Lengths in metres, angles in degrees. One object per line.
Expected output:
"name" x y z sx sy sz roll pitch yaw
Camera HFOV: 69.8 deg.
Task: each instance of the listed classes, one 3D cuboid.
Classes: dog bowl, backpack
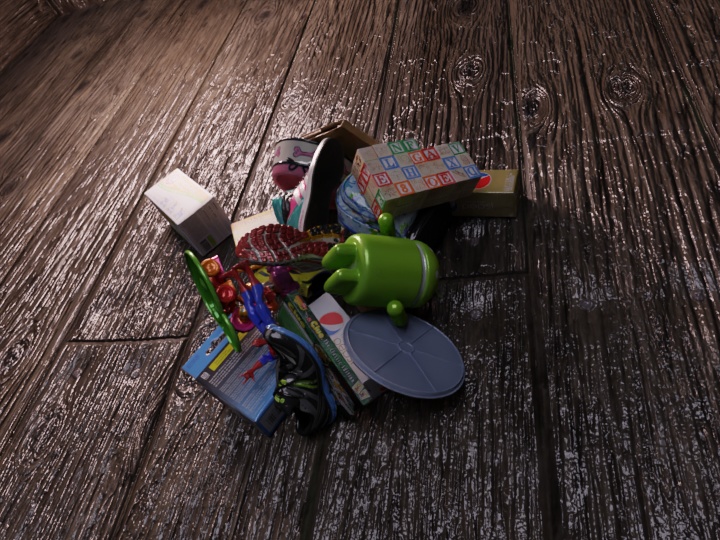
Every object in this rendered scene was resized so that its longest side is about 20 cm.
"dog bowl" -0.097 -0.197 1.095 0.200 0.200 0.074 13 77 30
"backpack" 0.047 -0.111 0.980 0.200 0.154 0.163 21 60 34

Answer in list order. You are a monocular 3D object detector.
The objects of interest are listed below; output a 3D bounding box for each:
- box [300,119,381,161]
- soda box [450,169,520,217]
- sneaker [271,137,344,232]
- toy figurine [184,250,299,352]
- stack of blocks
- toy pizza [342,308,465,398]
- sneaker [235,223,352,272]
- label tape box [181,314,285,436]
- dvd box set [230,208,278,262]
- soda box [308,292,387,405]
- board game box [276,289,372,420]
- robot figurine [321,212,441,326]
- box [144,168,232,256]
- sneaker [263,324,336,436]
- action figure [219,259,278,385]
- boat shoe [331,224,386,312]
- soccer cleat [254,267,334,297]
"box" -0.003 -0.230 1.043 0.163 0.200 0.021 -1 67 54
"soda box" 0.207 -0.150 1.011 0.200 0.068 0.064 5 54 25
"sneaker" -0.104 -0.153 0.980 0.121 0.084 0.200 9 81 43
"toy figurine" -0.183 0.017 0.923 0.184 0.150 0.200 -27 73 -23
"stack of blocks" 0.099 -0.172 0.918 0.200 0.059 0.115 -17 65 -22
"toy pizza" 0.066 0.130 0.803 0.200 0.032 0.200 15 29 -9
"sneaker" -0.111 -0.026 0.881 0.200 0.082 0.078 0 55 -20
"label tape box" -0.192 0.173 0.906 0.200 0.063 0.144 22 61 34
"dvd box set" -0.193 -0.080 1.081 0.146 0.029 0.200 -22 27 -10
"soda box" -0.025 0.128 0.879 0.068 0.064 0.200 -36 48 -9
"board game box" -0.062 0.134 0.806 0.023 0.105 0.200 -30 77 -28
"robot figurine" 0.041 0.002 0.842 0.200 0.116 0.176 5 65 -24
"box" -0.403 -0.141 1.217 0.101 0.113 0.200 -42 48 -15
"sneaker" -0.098 0.170 0.780 0.083 0.200 0.071 -35 29 -32
"action figure" -0.169 0.094 0.810 0.065 0.200 0.099 -29 5 44
"boat shoe" 0.000 0.000 0.950 0.072 0.065 0.200 -50 60 34
"soccer cleat" -0.124 0.018 1.008 0.200 0.065 0.084 -9 52 14
